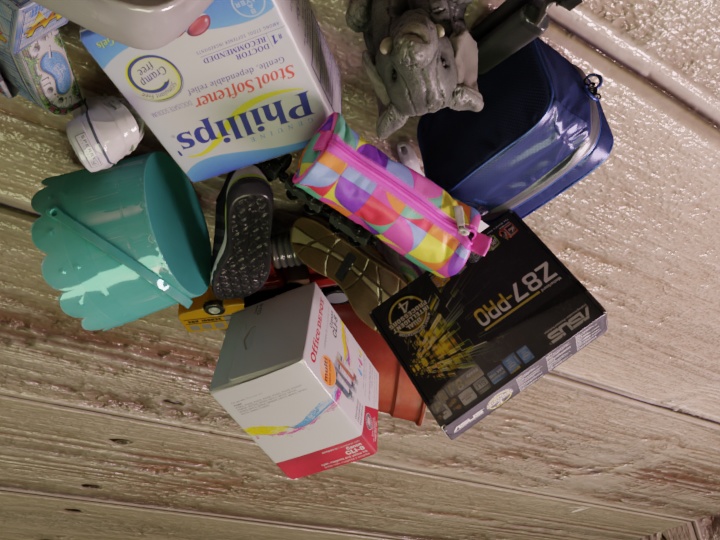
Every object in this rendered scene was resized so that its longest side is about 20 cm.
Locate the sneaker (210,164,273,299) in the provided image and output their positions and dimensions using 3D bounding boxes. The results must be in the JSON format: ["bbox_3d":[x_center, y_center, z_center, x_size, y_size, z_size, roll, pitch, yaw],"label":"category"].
[{"bbox_3d":[-0.143,-0.052,0.817,0.070,0.084,0.202,0,135,-24],"label":"sneaker"}]

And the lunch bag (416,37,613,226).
[{"bbox_3d":[0.175,-0.150,0.737,0.131,0.138,0.199,21,139,-36],"label":"lunch bag"}]

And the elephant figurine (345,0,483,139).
[{"bbox_3d":[0.051,-0.188,0.620,0.153,0.203,0.141,21,137,-31],"label":"elephant figurine"}]

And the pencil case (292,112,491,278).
[{"bbox_3d":[0.032,-0.071,0.666,0.198,0.089,0.088,29,136,-14],"label":"pencil case"}]

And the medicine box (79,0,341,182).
[{"bbox_3d":[-0.133,-0.209,0.661,0.179,0.104,0.201,-14,142,14],"label":"medicine box"}]

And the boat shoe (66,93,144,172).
[{"bbox_3d":[-0.254,-0.143,0.692,0.066,0.200,0.075,-24,118,-10],"label":"boat shoe"}]

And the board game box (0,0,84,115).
[{"bbox_3d":[-0.316,-0.225,0.571,0.198,0.062,0.202,31,147,17],"label":"board game box"}]

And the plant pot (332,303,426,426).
[{"bbox_3d":[0.011,0.136,1.084,0.191,0.204,0.202,7,144,0],"label":"plant pot"}]

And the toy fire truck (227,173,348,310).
[{"bbox_3d":[-0.103,-0.044,0.894,0.172,0.131,0.201,-8,154,6],"label":"toy fire truck"}]

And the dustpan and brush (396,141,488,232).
[{"bbox_3d":[0.091,-0.093,0.891,0.137,0.058,0.200,-18,148,17],"label":"dustpan and brush"}]

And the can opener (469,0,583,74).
[{"bbox_3d":[0.148,-0.245,0.617,0.065,0.054,0.200,23,167,-13],"label":"can opener"}]

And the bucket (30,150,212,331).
[{"bbox_3d":[-0.274,-0.037,0.807,0.132,0.210,0.208,-15,143,8],"label":"bucket"}]

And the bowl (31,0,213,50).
[{"bbox_3d":[-0.180,-0.254,0.493,0.197,0.202,0.075,26,150,0],"label":"bowl"}]

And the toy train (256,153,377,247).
[{"bbox_3d":[-0.056,-0.095,0.798,0.199,0.046,0.034,37,153,7],"label":"toy train"}]

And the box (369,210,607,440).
[{"bbox_3d":[0.129,0.053,0.706,0.198,0.162,0.049,-34,145,0],"label":"box"}]

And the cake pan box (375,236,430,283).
[{"bbox_3d":[0.047,-0.035,0.852,0.052,0.201,0.186,-31,147,-14],"label":"cake pan box"}]

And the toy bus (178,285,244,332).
[{"bbox_3d":[-0.178,0.043,1.031,0.196,0.066,0.079,-7,144,5],"label":"toy bus"}]

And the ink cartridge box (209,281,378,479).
[{"bbox_3d":[-0.080,0.149,0.905,0.142,0.147,0.201,-21,125,20],"label":"ink cartridge box"}]

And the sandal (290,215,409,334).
[{"bbox_3d":[0.000,0.000,0.836,0.199,0.054,0.081,40,120,4],"label":"sandal"}]
